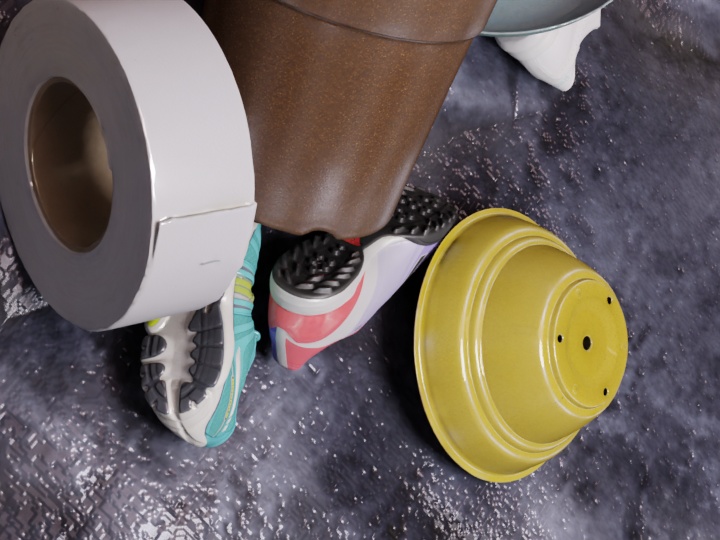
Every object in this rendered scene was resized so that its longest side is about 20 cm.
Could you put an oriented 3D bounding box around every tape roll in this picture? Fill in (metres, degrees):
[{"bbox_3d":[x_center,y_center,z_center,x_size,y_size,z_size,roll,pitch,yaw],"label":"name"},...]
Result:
[{"bbox_3d":[-0.146,-0.067,1.040,0.071,0.202,0.203,-12,85,-36],"label":"tape roll"}]

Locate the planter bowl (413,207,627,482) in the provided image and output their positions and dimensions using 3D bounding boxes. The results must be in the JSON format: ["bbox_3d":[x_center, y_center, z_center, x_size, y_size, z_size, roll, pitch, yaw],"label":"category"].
[{"bbox_3d":[0.134,0.053,1.246,0.200,0.083,0.201,4,85,-48],"label":"planter bowl"}]

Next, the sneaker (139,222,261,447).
[{"bbox_3d":[-0.100,0.021,1.140,0.080,0.077,0.200,59,34,-55],"label":"sneaker"}]

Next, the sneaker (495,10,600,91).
[{"bbox_3d":[0.168,-0.236,1.387,0.088,0.075,0.200,40,62,-38],"label":"sneaker"}]

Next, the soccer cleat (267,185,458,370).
[{"bbox_3d":[0.000,0.000,1.217,0.068,0.073,0.200,27,36,21],"label":"soccer cleat"}]

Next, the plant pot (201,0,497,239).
[{"bbox_3d":[-0.023,-0.140,1.109,0.200,0.200,0.198,1,121,-34],"label":"plant pot"}]

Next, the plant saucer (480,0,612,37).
[{"bbox_3d":[0.113,-0.232,1.304,0.201,0.201,0.039,-53,153,-31],"label":"plant saucer"}]
